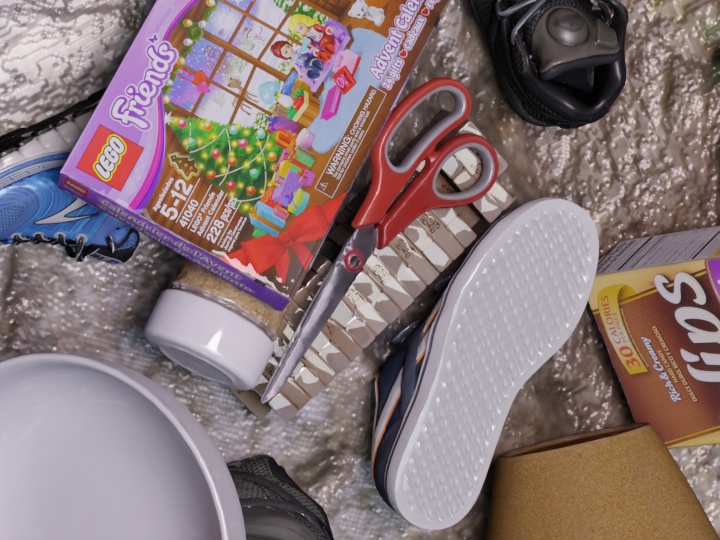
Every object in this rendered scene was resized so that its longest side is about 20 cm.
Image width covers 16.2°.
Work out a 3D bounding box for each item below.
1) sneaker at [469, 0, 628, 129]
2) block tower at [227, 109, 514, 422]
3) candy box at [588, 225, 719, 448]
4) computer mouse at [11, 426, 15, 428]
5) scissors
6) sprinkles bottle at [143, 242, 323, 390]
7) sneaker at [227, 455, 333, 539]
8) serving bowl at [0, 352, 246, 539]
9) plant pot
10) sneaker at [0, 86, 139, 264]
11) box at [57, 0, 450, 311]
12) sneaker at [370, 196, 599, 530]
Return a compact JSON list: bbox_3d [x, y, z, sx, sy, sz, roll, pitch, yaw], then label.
[{"bbox_3d":[0.090,-0.167,1.388,0.076,0.114,0.200,-28,104,-11],"label":"sneaker"},{"bbox_3d":[0.000,0.000,1.421,0.200,0.058,0.054,-44,107,-4],"label":"block tower"},{"bbox_3d":[0.234,0.033,1.425,0.056,0.199,0.117,-39,112,-45],"label":"candy box"},{"bbox_3d":[-0.234,0.046,1.323,0.140,0.046,0.200,30,117,-16],"label":"computer mouse"},{"bbox_3d":[-0.003,-0.020,1.370,0.200,0.014,0.073,-44,114,-13],"label":"scissors"},{"bbox_3d":[-0.045,-0.037,1.369,0.068,0.068,0.201,31,75,-19],"label":"sprinkles bottle"},{"bbox_3d":[-0.107,0.142,1.404,0.198,0.114,0.077,8,99,11],"label":"sneaker"},{"bbox_3d":[-0.140,0.139,1.309,0.199,0.066,0.201,2,96,25],"label":"serving bowl"},{"bbox_3d":[0.142,0.195,1.446,0.185,0.186,0.201,-13,90,-13],"label":"plant pot"},{"bbox_3d":[-0.161,-0.035,1.356,0.199,0.079,0.090,-25,103,-11],"label":"sneaker"},{"bbox_3d":[-0.052,-0.098,1.325,0.136,0.039,0.201,28,75,-3],"label":"box"},{"bbox_3d":[0.061,0.045,1.434,0.078,0.079,0.201,30,89,-21],"label":"sneaker"}]
